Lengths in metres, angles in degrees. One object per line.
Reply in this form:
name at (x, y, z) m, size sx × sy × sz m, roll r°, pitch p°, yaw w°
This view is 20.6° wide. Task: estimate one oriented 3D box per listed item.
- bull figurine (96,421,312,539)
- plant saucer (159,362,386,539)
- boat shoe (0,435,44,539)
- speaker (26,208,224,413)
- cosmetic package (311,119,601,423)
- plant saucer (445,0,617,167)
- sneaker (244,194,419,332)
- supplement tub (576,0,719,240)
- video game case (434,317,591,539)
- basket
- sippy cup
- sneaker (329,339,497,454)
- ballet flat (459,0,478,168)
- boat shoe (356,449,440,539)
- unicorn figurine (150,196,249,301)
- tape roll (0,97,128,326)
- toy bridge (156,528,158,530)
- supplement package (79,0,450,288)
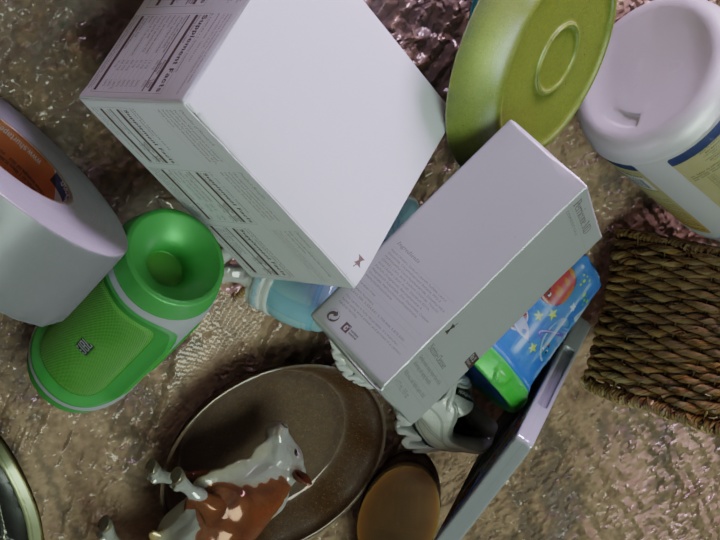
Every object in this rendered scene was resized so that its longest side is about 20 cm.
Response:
bull figurine at (-0.129, 0.199, 1.572) m, size 0.121 × 0.065 × 0.200 m, roll 26°, pitch 106°, yaw -36°
plant saucer at (-0.076, 0.149, 1.631) m, size 0.200 × 0.037 × 0.201 m, roll -16°, pitch 130°, yaw -19°
boat shoe at (-0.283, 0.210, 1.536) m, size 0.066 × 0.072 × 0.201 m, roll -22°, pitch 136°, yaw -20°
speaker at (-0.169, 0.032, 1.401) m, size 0.088 × 0.089 × 0.200 m, roll 1°, pitch 155°, yaw -30°
cosmetic package at (0.071, 0.003, 1.396) m, size 0.200 × 0.081 × 0.113 m, roll -44°, pitch 159°, yaw -1°
plant saucer at (0.131, -0.157, 1.421) m, size 0.200 × 0.031 × 0.200 m, roll -42°, pitch 147°, yaw -36°
sneaker at (0.000, 0.000, 1.484) m, size 0.200 × 0.082 × 0.074 m, roll -35°, pitch 148°, yaw -47°
supplement tub at (0.278, -0.111, 1.563) m, size 0.144 × 0.144 × 0.200 m, roll -47°, pitch 133°, yaw 10°
video game case at (0.126, 0.135, 1.634) m, size 0.018 × 0.200 × 0.143 m, roll 34°, pitch 124°, yaw 1°
basket at (0.303, 0.057, 1.643) m, size 0.143 × 0.200 × 0.149 m, roll 11°, pitch 92°, yaw -38°
sippy cup at (0.118, 0.022, 1.591) m, size 0.140 × 0.178 × 0.130 m, roll 45°, pitch 83°, yaw -6°
sneaker at (0.045, 0.083, 1.595) m, size 0.075 × 0.081 × 0.200 m, roll -57°, pitch 134°, yaw -18°
ballet flat at (0.115, -0.155, 1.500) m, size 0.071 × 0.071 × 0.200 m, roll -10°, pitch 127°, yaw -23°
boat shoe at (0.030, 0.228, 1.733) m, size 0.070 × 0.070 × 0.200 m, roll 13°, pitch 126°, yaw 1°
unicorn figurine at (-0.090, -0.050, 1.445) m, size 0.137 × 0.074 × 0.200 m, roll 4°, pitch 116°, yaw -44°
tape roll at (-0.246, -0.056, 1.270) m, size 0.066 × 0.200 × 0.200 m, roll -46°, pitch 133°, yaw 10°
toy bridge at (-0.085, 0.264, 1.691) m, size 0.200 × 0.067 × 0.027 m, roll 20°, pitch 112°, yaw -38°
supplement package at (-0.058, -0.111, 1.341) m, size 0.200 × 0.111 × 0.156 m, roll 48°, pitch 62°, yaw -38°
